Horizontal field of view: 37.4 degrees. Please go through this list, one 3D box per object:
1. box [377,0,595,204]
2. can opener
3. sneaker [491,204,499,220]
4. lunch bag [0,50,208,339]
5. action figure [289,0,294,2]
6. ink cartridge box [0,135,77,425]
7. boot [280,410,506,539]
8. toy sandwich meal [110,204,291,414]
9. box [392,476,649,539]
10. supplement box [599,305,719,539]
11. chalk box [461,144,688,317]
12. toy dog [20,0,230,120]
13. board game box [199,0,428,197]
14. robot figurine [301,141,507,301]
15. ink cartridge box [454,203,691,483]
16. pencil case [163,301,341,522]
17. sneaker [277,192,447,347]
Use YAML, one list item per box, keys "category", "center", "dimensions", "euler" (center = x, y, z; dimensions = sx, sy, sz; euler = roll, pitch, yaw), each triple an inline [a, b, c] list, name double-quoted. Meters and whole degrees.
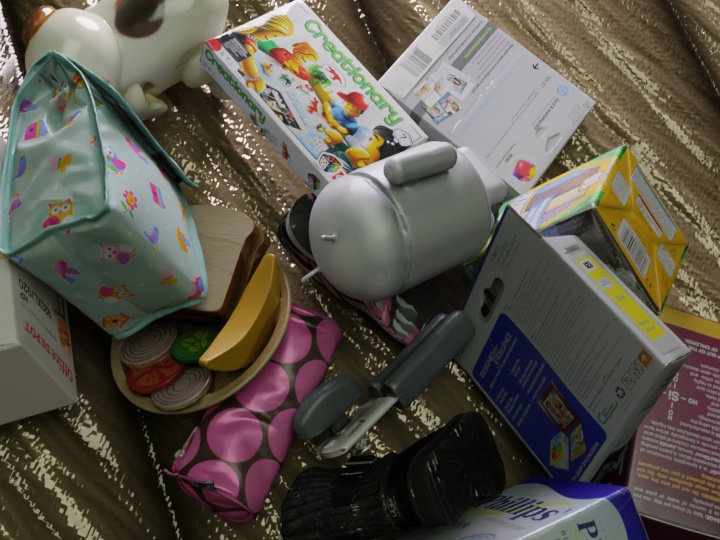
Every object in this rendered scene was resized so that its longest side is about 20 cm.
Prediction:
- category: "box"
  center: [0.135, -0.185, 1.162]
  dimensions: [0.199, 0.041, 0.156]
  euler: [37, 67, 6]
- category: "can opener"
  center: [0.027, 0.098, 0.972]
  dimensions: [0.199, 0.052, 0.067]
  euler: [-38, 103, -29]
- category: "sneaker"
  center: [0.036, -0.071, 1.074]
  dimensions: [0.199, 0.076, 0.116]
  euler: [34, 75, 30]
- category: "lunch bag"
  center: [-0.221, -0.072, 0.917]
  dimensions: [0.121, 0.171, 0.202]
  euler: [-22, 55, 11]
- category: "action figure"
  center: [-0.121, -0.391, 1.185]
  dimensions: [0.193, 0.104, 0.201]
  euler: [-39, 105, -15]
- category: "ink cartridge box"
  center: [-0.340, 0.019, 0.905]
  dimensions: [0.143, 0.148, 0.202]
  euler: [-14, 64, -1]
- category: "boot"
  center: [0.032, 0.194, 0.967]
  dimensions: [0.156, 0.210, 0.080]
  euler: [-23, 81, 26]
- category: "toy sandwich meal"
  center: [-0.151, 0.032, 0.965]
  dimensions: [0.202, 0.071, 0.207]
  euler: [-13, 49, 15]
- category: "box"
  center: [0.120, 0.261, 0.895]
  dimensions: [0.198, 0.184, 0.106]
  euler: [-19, 88, -17]
- category: "supplement box"
  center: [0.286, 0.155, 1.008]
  dimensions: [0.102, 0.131, 0.202]
  euler: [17, 66, -2]
- category: "chalk box"
  center: [0.191, -0.008, 1.028]
  dimensions: [0.125, 0.199, 0.124]
  euler: [54, 43, -13]
- category: "toy dog"
  center: [-0.225, -0.213, 1.030]
  dimensions: [0.199, 0.194, 0.141]
  euler: [-29, 88, -26]
- category: "board game box"
  center: [-0.045, -0.164, 1.023]
  dimensions: [0.126, 0.035, 0.200]
  euler: [-33, 75, -33]
- category: "robot figurine"
  center: [0.036, -0.043, 0.942]
  dimensions: [0.198, 0.171, 0.113]
  euler: [-24, 56, -31]
- category: "ink cartridge box"
  center: [0.176, 0.072, 0.960]
  dimensions: [0.047, 0.199, 0.201]
  euler: [-16, 54, -32]
- category: "pencil case"
  center: [-0.096, 0.122, 0.974]
  dimensions: [0.093, 0.091, 0.202]
  euler: [25, 64, 3]
- category: "sneaker"
  center: [0.000, 0.000, 1.047]
  dimensions: [0.200, 0.086, 0.081]
  euler: [45, 69, -15]
